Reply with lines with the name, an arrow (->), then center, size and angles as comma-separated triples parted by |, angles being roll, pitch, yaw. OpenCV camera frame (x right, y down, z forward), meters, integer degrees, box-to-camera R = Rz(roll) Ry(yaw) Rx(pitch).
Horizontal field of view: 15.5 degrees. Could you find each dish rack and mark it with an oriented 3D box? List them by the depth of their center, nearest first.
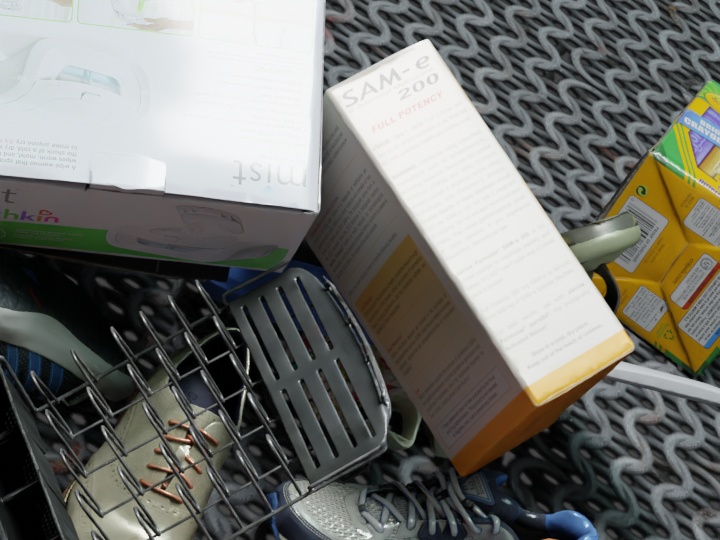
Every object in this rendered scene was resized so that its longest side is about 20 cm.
dish rack -> -0.089, 0.075, 1.311 | 0.153, 0.200, 0.055 | 62, 1, 40

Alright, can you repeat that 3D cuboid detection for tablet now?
tablet -> 0.120, 0.052, 1.605 | 0.130, 0.014, 0.200 | 14, -1, -38

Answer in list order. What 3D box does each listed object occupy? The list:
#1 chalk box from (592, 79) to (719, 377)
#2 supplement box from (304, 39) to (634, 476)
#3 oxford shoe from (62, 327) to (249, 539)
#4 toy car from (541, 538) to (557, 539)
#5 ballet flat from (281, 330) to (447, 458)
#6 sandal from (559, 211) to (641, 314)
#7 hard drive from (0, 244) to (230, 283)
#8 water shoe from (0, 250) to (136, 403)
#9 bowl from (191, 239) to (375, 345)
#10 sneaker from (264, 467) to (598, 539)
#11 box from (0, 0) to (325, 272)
chalk box -> 0.248, -0.039, 1.863 | 0.124, 0.125, 0.200 | 38, 32, 6
supplement box -> 0.046, -0.005, 1.418 | 0.073, 0.126, 0.200 | -29, 80, -25
oxford shoe -> -0.106, 0.103, 1.368 | 0.071, 0.074, 0.200 | 29, 41, -11
toy car -> 0.069, 0.191, 1.298 | 0.177, 0.200, 0.184 | 32, 30, -3
ballet flat -> 0.035, 0.078, 1.569 | 0.200, 0.076, 0.064 | 11, 69, -32
sandal -> 0.126, 0.015, 1.626 | 0.080, 0.201, 0.057 | -24, 82, -11
hard drive -> -0.173, -0.040, 1.463 | 0.200, 0.038, 0.140 | 10, 13, -11
water shoe -> -0.195, 0.036, 1.397 | 0.200, 0.079, 0.072 | 34, 21, -57
bowl -> 0.000, 0.000, 1.569 | 0.200, 0.039, 0.201 | 10, 12, -2
sneaker -> 0.043, 0.138, 1.460 | 0.200, 0.085, 0.077 | 16, 35, -26
box -> -0.123, -0.103, 1.374 | 0.200, 0.097, 0.177 | 5, 69, -13
